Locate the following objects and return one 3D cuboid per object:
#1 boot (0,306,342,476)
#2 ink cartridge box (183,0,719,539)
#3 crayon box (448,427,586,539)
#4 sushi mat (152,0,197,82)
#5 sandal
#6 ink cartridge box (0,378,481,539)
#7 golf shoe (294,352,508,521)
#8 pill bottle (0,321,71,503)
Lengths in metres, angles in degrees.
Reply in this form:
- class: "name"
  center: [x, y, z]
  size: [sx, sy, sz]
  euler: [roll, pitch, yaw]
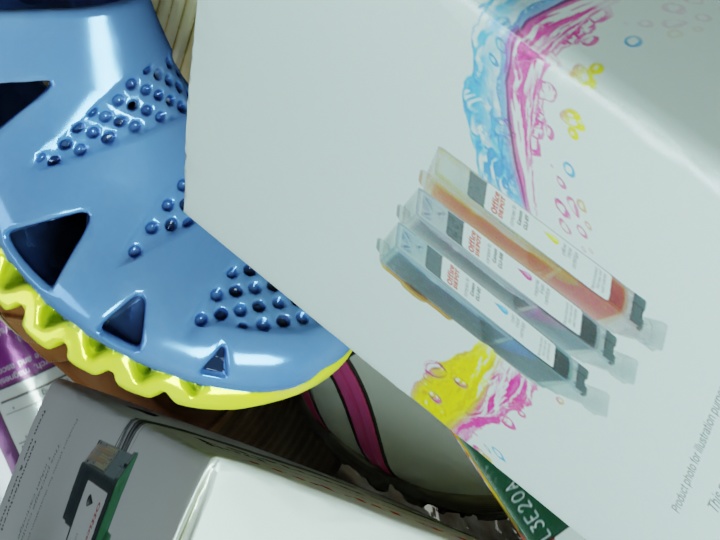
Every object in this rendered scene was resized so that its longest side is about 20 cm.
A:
- class: "boot"
  center: [-0.100, 0.014, 1.052]
  size: [0.155, 0.077, 0.200]
  euler: [38, -179, -25]
- class: "ink cartridge box"
  center: [0.080, -0.037, 0.612]
  size: [0.200, 0.145, 0.145]
  euler: [39, 150, 18]
- class: "crayon box"
  center: [0.071, 0.052, 0.758]
  size: [0.200, 0.058, 0.173]
  euler: [56, -175, 34]
- class: "sushi mat"
  center: [-0.040, -0.109, 0.760]
  size: [0.095, 0.012, 0.200]
  euler: [30, 142, 7]
- class: "sandal"
  center: [-0.078, -0.044, 0.752]
  size: [0.200, 0.080, 0.087]
  euler: [39, 130, 1]
- class: "ink cartridge box"
  center: [-0.024, 0.105, 0.884]
  size: [0.145, 0.085, 0.200]
  euler: [22, 177, -20]
- class: "golf shoe"
  center: [0.000, 0.000, 0.943]
  size: [0.200, 0.072, 0.092]
  euler: [46, 150, 31]
- class: "pill bottle"
  center: [-0.135, 0.047, 1.210]
  size: [0.112, 0.112, 0.201]
  euler: [1, 116, 63]
